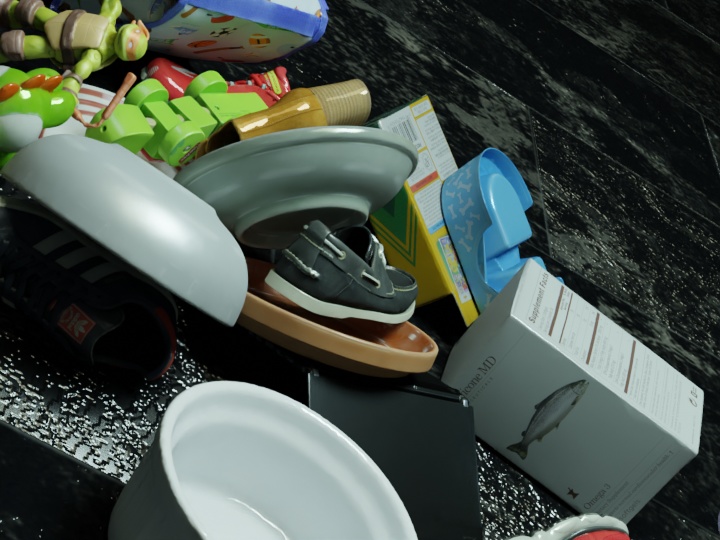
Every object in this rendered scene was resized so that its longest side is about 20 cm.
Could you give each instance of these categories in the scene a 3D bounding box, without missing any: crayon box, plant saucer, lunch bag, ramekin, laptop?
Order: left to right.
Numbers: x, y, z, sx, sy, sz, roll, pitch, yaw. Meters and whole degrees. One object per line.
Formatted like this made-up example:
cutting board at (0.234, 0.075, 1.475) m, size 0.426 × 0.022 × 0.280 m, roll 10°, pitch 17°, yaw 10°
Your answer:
lunch bag at (-0.147, -0.249, 1.658) m, size 0.169 × 0.125 × 0.200 m, roll 8°, pitch 8°, yaw -42°
ramekin at (-0.067, 0.178, 1.212) m, size 0.200 × 0.098 × 0.201 m, roll 29°, pitch 29°, yaw -18°
plant saucer at (-0.049, -0.056, 1.468) m, size 0.200 × 0.200 × 0.051 m, roll 7°, pitch 67°, yaw -46°
plant saucer at (-0.036, 0.038, 1.470) m, size 0.199 × 0.032 × 0.200 m, roll 22°, pitch 8°, yaw -3°
laptop at (-0.007, 0.124, 1.468) m, size 0.177 × 0.104 × 0.200 m, roll 15°, pitch 10°, yaw -40°
crayon box at (0.059, -0.050, 1.709) m, size 0.201 × 0.051 × 0.126 m, roll 66°, pitch 27°, yaw -6°

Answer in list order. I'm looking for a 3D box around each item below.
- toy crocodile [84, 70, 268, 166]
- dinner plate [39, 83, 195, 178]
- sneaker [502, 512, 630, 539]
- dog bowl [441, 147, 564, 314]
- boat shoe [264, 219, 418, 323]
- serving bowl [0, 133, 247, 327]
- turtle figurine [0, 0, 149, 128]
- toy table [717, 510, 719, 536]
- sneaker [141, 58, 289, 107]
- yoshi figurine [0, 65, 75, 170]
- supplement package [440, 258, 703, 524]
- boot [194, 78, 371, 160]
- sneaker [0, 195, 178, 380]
toy crocodile at (-0.143, -0.119, 1.546) m, size 0.068 × 0.062 × 0.200 m, roll 48°, pitch 32°, yaw 18°
dinner plate at (-0.194, -0.079, 1.528) m, size 0.200 × 0.024 × 0.201 m, roll 30°, pitch 27°, yaw -17°
sneaker at (0.146, 0.244, 1.425) m, size 0.199 × 0.077 × 0.085 m, roll -9°, pitch 64°, yaw -48°
dog bowl at (0.133, -0.010, 1.710) m, size 0.111 × 0.049 × 0.201 m, roll -25°, pitch 95°, yaw -63°
boat shoe at (0.000, 0.000, 1.472) m, size 0.072 × 0.068 × 0.200 m, roll 28°, pitch 8°, yaw 26°
serving bowl at (-0.157, -0.040, 1.338) m, size 0.200 × 0.066 × 0.200 m, roll 34°, pitch -3°, yaw 2°
turtle figurine at (-0.236, -0.199, 1.527) m, size 0.160 × 0.064 × 0.201 m, roll 10°, pitch 63°, yaw 12°
toy table at (0.325, 0.290, 1.512) m, size 0.183 × 0.117 × 0.200 m, roll 24°, pitch 30°, yaw -27°
sneaker at (-0.103, -0.152, 1.669) m, size 0.199 × 0.085 × 0.077 m, roll 22°, pitch 30°, yaw -31°
yoshi figurine at (-0.301, -0.095, 1.371) m, size 0.112 × 0.113 × 0.200 m, roll 9°, pitch 21°, yaw 41°
supplement package at (0.181, 0.109, 1.607) m, size 0.200 × 0.117 × 0.117 m, roll 36°, pitch 28°, yaw -5°
boot at (-0.079, -0.083, 1.564) m, size 0.143 × 0.201 × 0.071 m, roll -20°, pitch 66°, yaw -28°
sneaker at (-0.210, 0.017, 1.304) m, size 0.199 × 0.075 × 0.085 m, roll 24°, pitch 26°, yaw -28°
